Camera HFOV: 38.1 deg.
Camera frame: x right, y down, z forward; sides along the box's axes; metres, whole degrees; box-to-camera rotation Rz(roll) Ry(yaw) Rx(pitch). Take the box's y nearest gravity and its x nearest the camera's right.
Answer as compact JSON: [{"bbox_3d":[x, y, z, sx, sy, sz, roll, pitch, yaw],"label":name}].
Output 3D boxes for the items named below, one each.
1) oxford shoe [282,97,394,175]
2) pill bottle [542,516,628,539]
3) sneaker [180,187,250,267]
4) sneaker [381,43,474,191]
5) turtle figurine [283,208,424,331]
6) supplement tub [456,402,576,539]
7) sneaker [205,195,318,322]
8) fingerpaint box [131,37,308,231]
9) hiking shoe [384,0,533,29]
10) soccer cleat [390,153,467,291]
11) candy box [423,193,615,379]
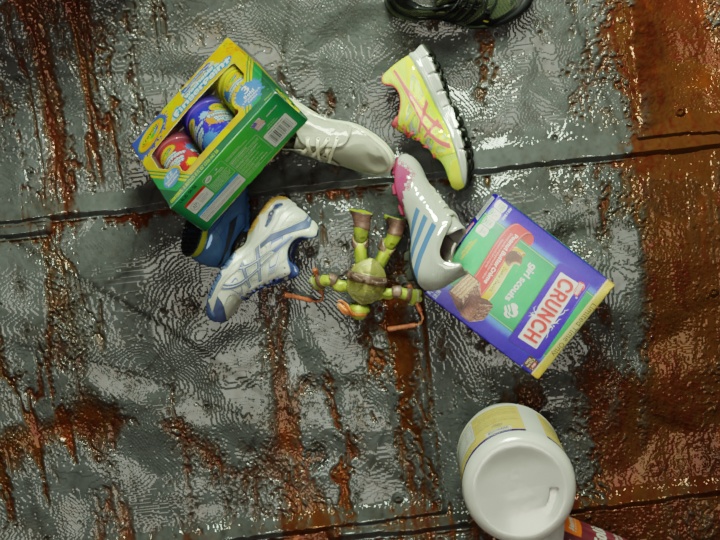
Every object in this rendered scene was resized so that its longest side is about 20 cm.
[{"bbox_3d":[-0.050,-0.172,1.403,0.199,0.058,0.075,24,135,4],"label":"oxford shoe"},{"bbox_3d":[0.297,0.406,1.450,0.199,0.114,0.115,22,98,-1],"label":"pill bottle"},{"bbox_3d":[-0.183,-0.102,1.437,0.078,0.066,0.201,18,88,-36],"label":"sneaker"},{"bbox_3d":[0.091,-0.196,1.405,0.090,0.078,0.201,-22,91,13],"label":"sneaker"},{"bbox_3d":[0.000,0.000,1.433,0.199,0.064,0.162,11,98,1],"label":"turtle figurine"},{"bbox_3d":[0.203,0.261,1.391,0.145,0.200,0.146,0,97,3],"label":"supplement tub"},{"bbox_3d":[-0.135,-0.001,1.430,0.088,0.075,0.200,34,98,3],"label":"sneaker"},{"bbox_3d":[-0.189,-0.181,1.365,0.200,0.167,0.073,-46,135,8],"label":"fingerpaint box"},{"bbox_3d":[0.130,-0.356,1.361,0.199,0.101,0.076,-2,98,3],"label":"hiking shoe"},{"bbox_3d":[0.097,-0.070,1.386,0.086,0.070,0.201,-19,68,26],"label":"soccer cleat"},{"bbox_3d":[0.213,0.021,1.420,0.200,0.077,0.169,37,99,-3],"label":"candy box"}]
